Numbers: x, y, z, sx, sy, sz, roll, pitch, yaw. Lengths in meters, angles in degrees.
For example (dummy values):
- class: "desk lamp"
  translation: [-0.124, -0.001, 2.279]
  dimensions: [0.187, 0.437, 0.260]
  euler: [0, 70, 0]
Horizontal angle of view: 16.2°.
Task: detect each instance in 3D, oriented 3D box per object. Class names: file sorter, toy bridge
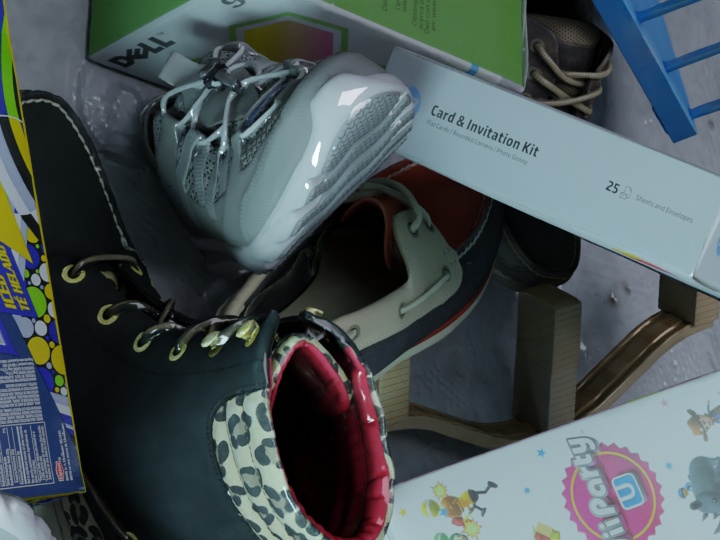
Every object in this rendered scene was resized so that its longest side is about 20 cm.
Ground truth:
- class: "file sorter"
  translation: [0.150, -0.178, 1.108]
  dimensions: [0.200, 0.122, 0.140]
  euler: [47, 26, -57]
- class: "toy bridge"
  translation: [0.080, 0.040, 1.091]
  dimensions: [0.199, 0.027, 0.068]
  euler: [-15, 118, -34]

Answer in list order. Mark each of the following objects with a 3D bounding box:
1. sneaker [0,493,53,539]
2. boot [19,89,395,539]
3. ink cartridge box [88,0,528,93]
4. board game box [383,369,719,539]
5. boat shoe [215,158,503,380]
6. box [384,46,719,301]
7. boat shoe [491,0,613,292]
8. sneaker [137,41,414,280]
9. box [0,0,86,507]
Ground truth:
- class: "sneaker"
  translation: [-0.125, 0.135, 0.813]
  dimensions: [0.082, 0.074, 0.200]
  euler: [-63, 154, -23]
- class: "boot"
  translation: [-0.067, 0.020, 0.893]
  dimensions: [0.073, 0.153, 0.205]
  euler: [-12, 86, -42]
- class: "ink cartridge box"
  translation: [-0.039, -0.111, 0.997]
  dimensions: [0.199, 0.104, 0.060]
  euler: [19, 63, -38]
- class: "board game box"
  translation: [0.076, 0.100, 0.963]
  dimensions: [0.199, 0.148, 0.065]
  euler: [-19, 78, -26]
- class: "boat shoe"
  translation: [0.000, 0.000, 1.009]
  dimensions: [0.200, 0.071, 0.063]
  euler: [-45, 150, -42]
- class: "box"
  translation: [0.113, -0.022, 0.983]
  dimensions: [0.200, 0.155, 0.041]
  euler: [19, 95, -56]
- class: "boat shoe"
  translation: [0.068, -0.092, 1.111]
  dimensions: [0.074, 0.073, 0.202]
  euler: [-3, 79, -43]
- class: "sneaker"
  translation: [-0.045, -0.047, 0.925]
  dimensions: [0.082, 0.200, 0.075]
  euler: [47, 70, -6]
- class: "box"
  translation: [-0.155, -0.012, 0.881]
  dimensions: [0.064, 0.070, 0.202]
  euler: [-2, 78, -42]
